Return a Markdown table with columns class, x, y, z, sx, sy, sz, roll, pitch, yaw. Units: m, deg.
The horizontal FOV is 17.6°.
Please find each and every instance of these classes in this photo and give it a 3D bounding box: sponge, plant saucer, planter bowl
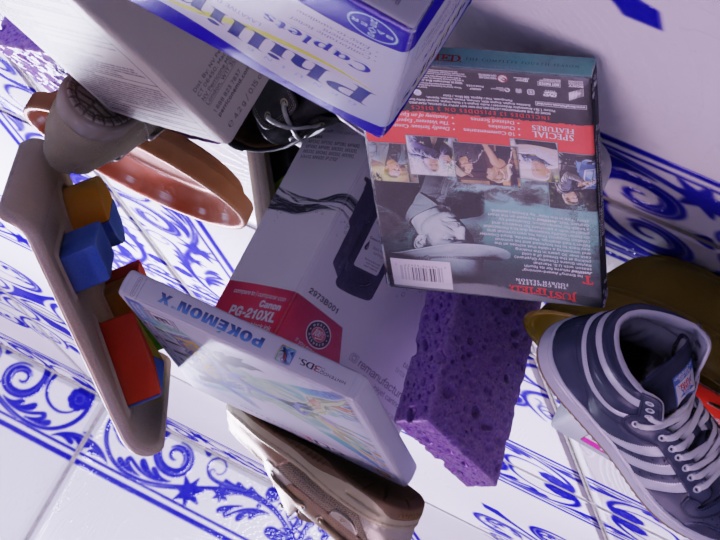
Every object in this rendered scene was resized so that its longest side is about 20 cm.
| class | x | y | z | sx | sy | sz | roll | pitch | yaw |
| --- | --- | --- | --- | --- | --- | --- | --- | --- | --- |
| sponge | 0.083 | 0.039 | 1.633 | 0.030 | 0.200 | 0.112 | -2 | 152 | 33 |
| plant saucer | -0.175 | -0.093 | 1.863 | 0.200 | 0.032 | 0.200 | 25 | 169 | 5 |
| sponge | -0.199 | -0.153 | 1.854 | 0.200 | 0.030 | 0.112 | 14 | 160 | 47 |
| planter bowl | 0.220 | 0.046 | 1.621 | 0.200 | 0.084 | 0.200 | 28 | 166 | 7 |

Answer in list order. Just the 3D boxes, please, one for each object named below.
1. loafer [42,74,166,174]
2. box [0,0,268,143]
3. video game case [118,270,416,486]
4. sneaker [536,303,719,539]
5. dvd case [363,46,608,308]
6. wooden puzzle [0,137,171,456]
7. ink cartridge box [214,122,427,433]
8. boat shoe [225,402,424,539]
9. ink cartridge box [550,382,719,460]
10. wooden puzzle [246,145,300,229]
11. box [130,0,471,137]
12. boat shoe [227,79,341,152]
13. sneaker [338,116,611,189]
| class | x | y | z | sx | sy | sz | roll | pitch | yaw |
| --- | --- | --- | --- | --- | --- | --- | --- | --- | --- |
| loafer | -0.174 | -0.123 | 1.668 | 0.076 | 0.068 | 0.200 | 46 | -152 | 4 |
| box | -0.153 | -0.186 | 1.486 | 0.128 | 0.109 | 0.200 | 18 | 163 | 41 |
| video game case | -0.059 | 0.077 | 1.587 | 0.182 | 0.022 | 0.200 | 24 | 165 | 19 |
| sneaker | 0.207 | 0.100 | 1.486 | 0.200 | 0.070 | 0.108 | 45 | 154 | -7 |
| dvd case | 0.077 | -0.056 | 1.428 | 0.146 | 0.022 | 0.200 | 5 | 137 | 14 |
| wooden puzzle | -0.178 | 0.010 | 1.616 | 0.200 | 0.046 | 0.185 | 62 | -173 | -18 |
| ink cartridge box | 0.000 | 0.000 | 1.664 | 0.084 | 0.200 | 0.145 | 9 | 156 | 49 |
| boat shoe | -0.037 | 0.153 | 1.693 | 0.071 | 0.065 | 0.200 | 3 | -158 | -41 |
| ink cartridge box | 0.243 | 0.129 | 1.608 | 0.200 | 0.044 | 0.174 | 30 | 168 | -1 |
| wooden puzzle | -0.018 | -0.021 | 1.786 | 0.200 | 0.037 | 0.185 | 43 | -155 | -38 |
| box | -0.032 | -0.180 | 1.262 | 0.184 | 0.105 | 0.200 | 29 | 168 | 3 |
| boat shoe | -0.037 | -0.114 | 1.609 | 0.072 | 0.068 | 0.200 | 37 | 164 | -22 |
| sneaker | 0.057 | -0.077 | 1.486 | 0.200 | 0.078 | 0.079 | 27 | 145 | 6 |
